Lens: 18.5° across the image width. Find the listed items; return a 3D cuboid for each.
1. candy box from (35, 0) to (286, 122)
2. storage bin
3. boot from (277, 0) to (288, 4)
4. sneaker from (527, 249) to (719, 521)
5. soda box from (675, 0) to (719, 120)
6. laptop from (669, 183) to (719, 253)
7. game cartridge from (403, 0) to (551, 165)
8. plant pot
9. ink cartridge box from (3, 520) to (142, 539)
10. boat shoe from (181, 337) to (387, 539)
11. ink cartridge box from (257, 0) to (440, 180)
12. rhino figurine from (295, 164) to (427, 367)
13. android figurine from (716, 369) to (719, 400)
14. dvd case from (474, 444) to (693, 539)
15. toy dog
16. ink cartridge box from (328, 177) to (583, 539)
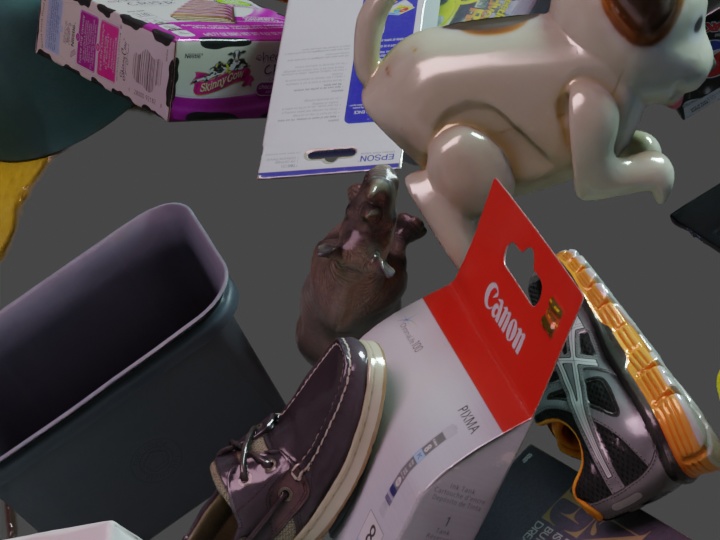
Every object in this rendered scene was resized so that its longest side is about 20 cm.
[{"bbox_3d":[-0.126,-0.161,1.573,0.136,0.061,0.200,-5,20,-36],"label":"candy box"},{"bbox_3d":[-0.145,0.077,1.324,0.200,0.134,0.146,-34,37,-2],"label":"storage bin"},{"bbox_3d":[-0.058,-0.285,1.706,0.144,0.071,0.201,-37,42,-9],"label":"boot"},{"bbox_3d":[0.123,0.058,1.187,0.077,0.078,0.200,-38,30,8],"label":"sneaker"},{"bbox_3d":[0.190,-0.184,1.416,0.071,0.063,0.200,-30,37,7],"label":"soda box"},{"bbox_3d":[0.261,-0.083,1.175,0.177,0.104,0.200,-31,24,-6],"label":"laptop"},{"bbox_3d":[0.052,-0.166,1.497,0.133,0.041,0.200,25,66,27],"label":"game cartridge"},{"bbox_3d":[-0.263,-0.212,1.707,0.200,0.161,0.201,-21,39,18],"label":"plant pot"},{"bbox_3d":[-0.176,0.235,1.143,0.199,0.145,0.148,-12,57,27],"label":"ink cartridge box"},{"bbox_3d":[-0.052,0.120,1.194,0.200,0.065,0.072,-60,22,19],"label":"boat shoe"},{"bbox_3d":[-0.005,-0.132,1.445,0.099,0.039,0.201,-2,54,17],"label":"ink cartridge box"},{"bbox_3d":[0.000,0.000,1.277,0.060,0.200,0.088,23,66,4],"label":"rhino figurine"},{"bbox_3d":[0.271,0.045,1.126,0.182,0.041,0.200,-21,41,17],"label":"android figurine"},{"bbox_3d":[0.101,0.179,1.125,0.149,0.016,0.200,-44,38,-14],"label":"dvd case"},{"bbox_3d":[0.113,-0.114,1.286,0.200,0.194,0.140,-33,-1,13],"label":"toy dog"},{"bbox_3d":[0.038,0.063,1.174,0.201,0.047,0.160,-67,22,19],"label":"ink cartridge box"}]
